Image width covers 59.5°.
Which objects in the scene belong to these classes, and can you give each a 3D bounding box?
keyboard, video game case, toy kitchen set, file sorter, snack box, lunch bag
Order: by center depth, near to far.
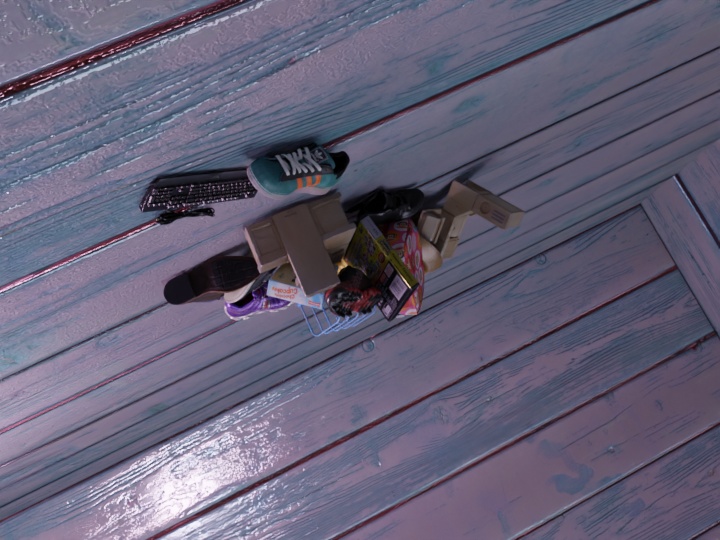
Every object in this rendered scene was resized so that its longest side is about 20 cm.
[{"bbox_3d":[-0.243,-0.110,0.966,0.197,0.021,0.127,-14,161,-42],"label":"keyboard"},{"bbox_3d":[-0.108,-0.015,1.241,0.196,0.166,0.181,-21,166,-18],"label":"toy kitchen set"},{"bbox_3d":[-0.115,0.019,1.310,0.113,0.038,0.200,14,-163,2],"label":"snack box"},{"bbox_3d":[0.038,0.000,1.337,0.025,0.182,0.201,-31,167,-22],"label":"video game case"},{"bbox_3d":[0.095,0.000,1.424,0.080,0.204,0.178,-5,-145,14],"label":"lunch bag"},{"bbox_3d":[0.249,-0.088,1.512,0.161,0.179,0.204,-11,128,-50],"label":"toy kitchen set"},{"bbox_3d":[-0.066,0.109,1.918,0.138,0.125,0.198,-34,165,34],"label":"file sorter"}]

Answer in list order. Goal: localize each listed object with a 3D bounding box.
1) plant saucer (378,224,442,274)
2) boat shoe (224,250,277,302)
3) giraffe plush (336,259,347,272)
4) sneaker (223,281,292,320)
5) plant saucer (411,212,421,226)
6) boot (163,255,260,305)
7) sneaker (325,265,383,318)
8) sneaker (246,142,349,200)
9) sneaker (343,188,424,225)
[{"bbox_3d":[0.108,-0.042,1.570,0.036,0.197,0.201,-63,179,-20],"label":"plant saucer"},{"bbox_3d":[-0.221,0.005,1.327,0.065,0.076,0.200,4,139,-43],"label":"boat shoe"},{"bbox_3d":[0.000,0.000,1.516,0.199,0.165,0.171,-38,160,30],"label":"giraffe plush"},{"bbox_3d":[-0.232,0.061,1.515,0.196,0.082,0.084,-23,161,-16],"label":"sneaker"},{"bbox_3d":[0.162,-0.106,1.715,0.198,0.049,0.199,-12,160,-47],"label":"plant saucer"},{"bbox_3d":[-0.292,0.019,1.274,0.195,0.077,0.097,-16,176,-4],"label":"boot"},{"bbox_3d":[-0.028,0.040,1.284,0.071,0.099,0.199,-44,162,18],"label":"sneaker"},{"bbox_3d":[-0.091,-0.162,0.973,0.080,0.072,0.198,-40,167,31],"label":"sneaker"},{"bbox_3d":[0.056,-0.139,1.355,0.196,0.061,0.104,-22,169,-9],"label":"sneaker"}]
